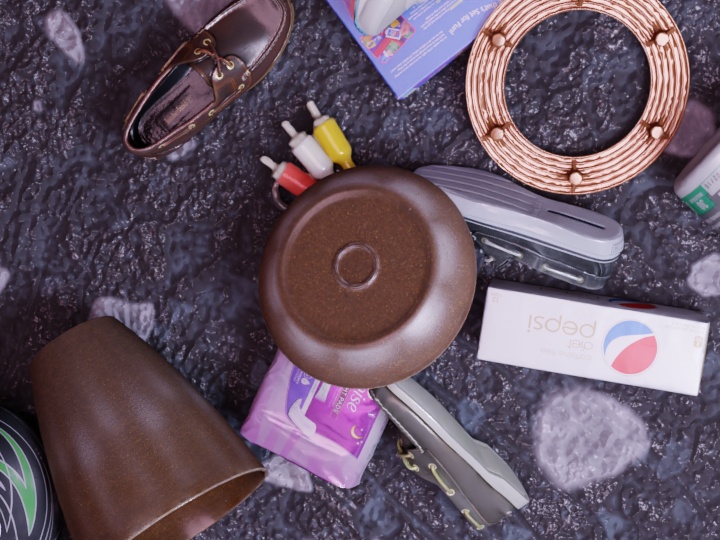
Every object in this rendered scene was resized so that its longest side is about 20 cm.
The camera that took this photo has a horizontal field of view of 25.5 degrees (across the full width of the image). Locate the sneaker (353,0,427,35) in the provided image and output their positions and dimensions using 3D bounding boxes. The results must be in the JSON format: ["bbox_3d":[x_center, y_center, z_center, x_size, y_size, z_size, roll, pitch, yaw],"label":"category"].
[{"bbox_3d":[0.074,-0.267,1.348,0.081,0.077,0.200,45,103,-1],"label":"sneaker"}]

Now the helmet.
[{"bbox_3d":[-0.367,0.218,1.462,0.189,0.200,0.201,19,100,-14],"label":"helmet"}]

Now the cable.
[{"bbox_3d":[-0.005,-0.056,1.443,0.200,0.050,0.097,42,98,3],"label":"cable"}]

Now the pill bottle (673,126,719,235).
[{"bbox_3d":[0.375,-0.044,1.357,0.200,0.113,0.113,43,101,2],"label":"pill bottle"}]

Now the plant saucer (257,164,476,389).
[{"bbox_3d":[0.000,0.000,1.376,0.199,0.037,0.202,-4,74,16],"label":"plant saucer"}]

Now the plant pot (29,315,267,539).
[{"bbox_3d":[-0.215,0.150,1.451,0.186,0.187,0.201,-37,77,11],"label":"plant pot"}]

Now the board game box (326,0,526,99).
[{"bbox_3d":[0.074,-0.266,1.408,0.199,0.045,0.135,-36,91,11],"label":"board game box"}]

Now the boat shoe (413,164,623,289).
[{"bbox_3d":[0.133,-0.034,1.416,0.199,0.072,0.071,22,121,15],"label":"boat shoe"}]

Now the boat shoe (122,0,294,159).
[{"bbox_3d":[-0.138,-0.176,1.440,0.070,0.070,0.200,43,100,2],"label":"boat shoe"}]

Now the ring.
[{"bbox_3d":[0.191,-0.162,1.394,0.198,0.019,0.202,0,108,1],"label":"ring"}]

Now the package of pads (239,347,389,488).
[{"bbox_3d":[-0.015,0.084,1.451,0.120,0.076,0.201,26,100,6],"label":"package of pads"}]

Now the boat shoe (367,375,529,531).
[{"bbox_3d":[0.070,0.163,1.421,0.060,0.072,0.202,-40,119,11],"label":"boat shoe"}]

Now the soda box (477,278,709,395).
[{"bbox_3d":[0.207,0.058,1.421,0.198,0.064,0.069,9,99,7],"label":"soda box"}]
